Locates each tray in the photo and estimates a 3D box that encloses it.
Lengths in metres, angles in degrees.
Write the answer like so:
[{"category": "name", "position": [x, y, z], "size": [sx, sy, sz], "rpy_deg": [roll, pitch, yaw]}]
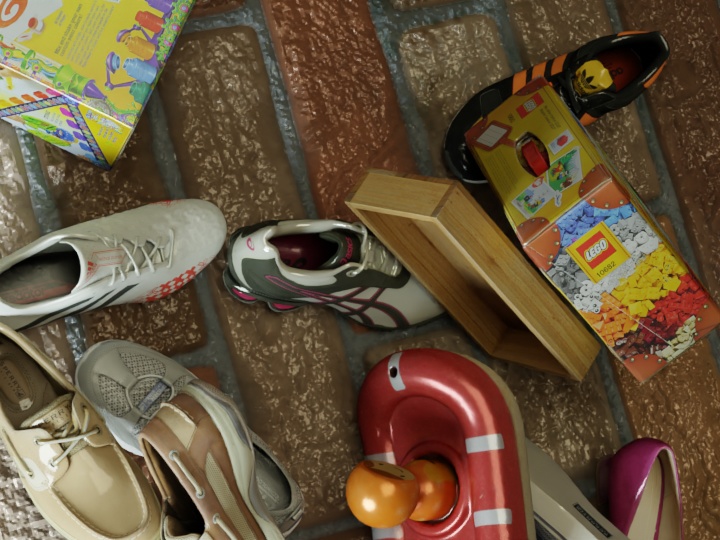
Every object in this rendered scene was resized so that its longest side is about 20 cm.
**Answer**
[{"category": "tray", "position": [0.084, 0.003, 1.349], "size": [0.200, 0.099, 0.037], "rpy_deg": [45, 69, -36]}]

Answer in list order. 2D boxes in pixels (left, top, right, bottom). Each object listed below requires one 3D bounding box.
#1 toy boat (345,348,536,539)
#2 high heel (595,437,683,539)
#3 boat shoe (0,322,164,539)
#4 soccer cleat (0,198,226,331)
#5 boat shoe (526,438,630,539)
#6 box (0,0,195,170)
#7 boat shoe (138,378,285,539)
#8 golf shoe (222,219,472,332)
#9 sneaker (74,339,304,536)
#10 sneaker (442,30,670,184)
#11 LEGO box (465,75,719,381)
[{"category": "toy boat", "position": [0.041, 0.155, 1.325], "size": [0.131, 0.130, 0.200], "rpy_deg": [7, 72, -49]}, {"category": "high heel", "position": [0.223, 0.227, 1.394], "size": [0.067, 0.096, 0.200], "rpy_deg": [0, 78, -16]}, {"category": "boat shoe", "position": [-0.210, 0.116, 1.273], "size": [0.071, 0.065, 0.200], "rpy_deg": [-37, 66, -20]}, {"category": "soccer cleat", "position": [-0.184, -0.006, 1.333], "size": [0.200, 0.085, 0.069], "rpy_deg": [-18, 83, -19]}, {"category": "boat shoe", "position": [0.130, 0.203, 1.387], "size": [0.200, 0.075, 0.093], "rpy_deg": [45, 110, 23]}, {"category": "box", "position": [-0.218, -0.214, 1.349], "size": [0.192, 0.122, 0.200], "rpy_deg": [27, 73, -9]}, {"category": "boat shoe", "position": [-0.102, 0.171, 1.255], "size": [0.072, 0.076, 0.200], "rpy_deg": [-31, 116, -31]}, {"category": "golf shoe", "position": [0.000, 0.000, 1.385], "size": [0.200, 0.088, 0.077], "rpy_deg": [2, 76, -18]}, {"category": "sneaker", "position": [-0.114, 0.114, 1.329], "size": [0.200, 0.082, 0.075], "rpy_deg": [37, 71, -6]}, {"category": "sneaker", "position": [0.155, -0.138, 1.457], "size": [0.200, 0.090, 0.070], "rpy_deg": [-29, 87, -20]}, {"category": "LEGO box", "position": [0.166, -0.034, 1.351], "size": [0.077, 0.200, 0.149], "rpy_deg": [-38, 116, 10]}]
